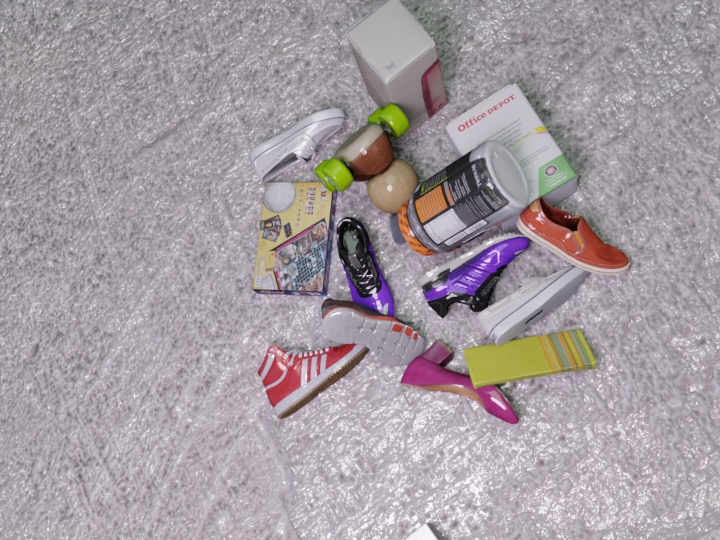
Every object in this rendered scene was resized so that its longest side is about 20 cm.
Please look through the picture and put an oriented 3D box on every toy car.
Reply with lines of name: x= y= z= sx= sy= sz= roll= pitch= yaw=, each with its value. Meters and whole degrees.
toy car: x=0.047 y=-0.154 z=1.459 sx=0.164 sy=0.158 sz=0.201 roll=-42 pitch=102 yaw=-6

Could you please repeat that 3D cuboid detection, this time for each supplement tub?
supplement tub: x=0.161 y=-0.109 z=1.348 sx=0.198 sy=0.121 sz=0.125 roll=-30 pitch=65 yaw=38

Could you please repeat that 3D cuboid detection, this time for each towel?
towel: x=0.266 y=0.139 z=1.334 sx=0.195 sy=0.018 sz=0.087 roll=-10 pitch=36 yaw=-1

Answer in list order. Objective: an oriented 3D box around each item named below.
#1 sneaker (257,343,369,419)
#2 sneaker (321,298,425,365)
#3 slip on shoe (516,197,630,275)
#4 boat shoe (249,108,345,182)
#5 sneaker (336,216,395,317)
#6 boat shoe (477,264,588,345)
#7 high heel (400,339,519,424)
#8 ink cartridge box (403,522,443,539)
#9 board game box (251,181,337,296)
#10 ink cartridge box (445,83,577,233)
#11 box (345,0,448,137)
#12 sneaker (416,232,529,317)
sneaker: x=-0.085 y=0.148 z=1.424 sx=0.198 sy=0.071 sz=0.113 roll=-36 pitch=73 yaw=3
sneaker: x=0.021 y=0.088 z=1.382 sx=0.078 sy=0.197 sz=0.082 roll=-55 pitch=29 yaw=18
slip on shoe: x=0.349 y=-0.053 z=1.354 sx=0.197 sy=0.075 sz=0.062 roll=28 pitch=126 yaw=-1
boat shoe: x=-0.108 y=-0.226 z=1.545 sx=0.197 sy=0.073 sz=0.066 roll=-28 pitch=74 yaw=15
sneaker: x=-0.001 y=0.000 z=1.429 sx=0.068 sy=0.100 sz=0.204 roll=-22 pitch=73 yaw=6
boat shoe: x=0.278 y=0.041 z=1.363 sx=0.198 sy=0.072 sz=0.066 roll=-36 pitch=63 yaw=-7
high heel: x=0.158 y=0.204 z=1.351 sx=0.096 sy=0.068 sz=0.199 roll=-44 pitch=54 yaw=-12
ink cartridge box: x=0.062 y=0.497 z=1.289 sx=0.199 sy=0.067 sz=0.117 roll=-40 pitch=69 yaw=0
board game box: x=-0.117 y=-0.058 z=1.511 sx=0.132 sy=0.035 sz=0.205 roll=2 pitch=74 yaw=14
ink cartridge box: x=0.255 y=-0.190 z=1.434 sx=0.143 sy=0.084 sz=0.202 roll=-30 pitch=70 yaw=4
box: x=0.067 y=-0.349 z=1.463 sx=0.108 sy=0.200 sz=0.129 roll=-36 pitch=69 yaw=-1
sneaker: x=0.199 y=0.015 z=1.395 sx=0.197 sy=0.070 sz=0.101 roll=-26 pitch=79 yaw=6
